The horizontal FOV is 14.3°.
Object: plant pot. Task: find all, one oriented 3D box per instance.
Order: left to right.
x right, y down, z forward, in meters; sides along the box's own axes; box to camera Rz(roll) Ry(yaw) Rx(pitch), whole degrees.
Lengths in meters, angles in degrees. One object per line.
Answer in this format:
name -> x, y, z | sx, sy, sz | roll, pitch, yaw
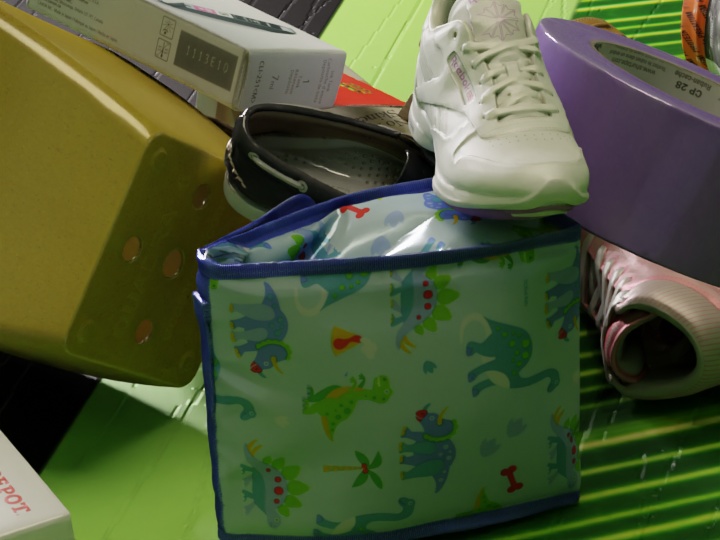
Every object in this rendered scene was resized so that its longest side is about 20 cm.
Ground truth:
plant pot -> -0.173, -0.033, 1.681 | 0.176, 0.201, 0.200 | 24, 1, 32

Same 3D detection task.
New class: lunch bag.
lunch bag -> 0.010, 0.050, 1.529 | 0.199, 0.171, 0.127 | -13, 24, -20

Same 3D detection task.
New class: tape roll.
tape roll -> 0.176, -0.065, 1.630 | 0.199, 0.085, 0.200 | 22, 13, -5

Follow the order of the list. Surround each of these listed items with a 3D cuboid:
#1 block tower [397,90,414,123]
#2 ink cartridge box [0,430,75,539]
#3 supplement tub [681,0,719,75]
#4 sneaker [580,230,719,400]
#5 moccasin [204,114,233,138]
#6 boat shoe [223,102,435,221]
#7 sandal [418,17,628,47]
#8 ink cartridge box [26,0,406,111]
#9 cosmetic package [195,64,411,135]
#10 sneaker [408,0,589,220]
block tower -> 0.086, -0.096, 1.850 | 0.054, 0.058, 0.200 | 37, 6, 18
ink cartridge box -> -0.256, 0.159, 1.465 | 0.199, 0.086, 0.146 | -18, 27, -21
supplement tub -> 0.333, -0.169, 1.999 | 0.199, 0.123, 0.122 | 10, 28, 33
sneaker -> 0.160, 0.017, 1.685 | 0.104, 0.076, 0.200 | -18, 30, -36
moccasin -> -0.061, -0.062, 1.771 | 0.073, 0.078, 0.201 | -3, 14, -31
boat shoe -> 0.021, -0.046, 1.603 | 0.199, 0.061, 0.074 | 17, 53, 5
sandal -> 0.140, -0.147, 1.931 | 0.199, 0.054, 0.080 | 13, -5, 6
ink cartridge box -> -0.084, -0.153, 1.818 | 0.199, 0.044, 0.173 | 28, 21, 36
cosmetic package -> -0.014, -0.063, 1.849 | 0.105, 0.071, 0.200 | -18, 41, -33
sneaker -> 0.067, -0.091, 1.513 | 0.074, 0.100, 0.200 | -5, 24, -16
